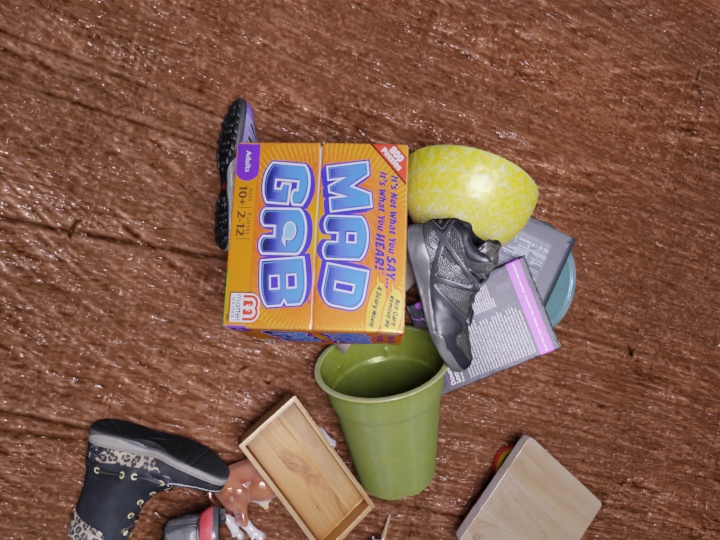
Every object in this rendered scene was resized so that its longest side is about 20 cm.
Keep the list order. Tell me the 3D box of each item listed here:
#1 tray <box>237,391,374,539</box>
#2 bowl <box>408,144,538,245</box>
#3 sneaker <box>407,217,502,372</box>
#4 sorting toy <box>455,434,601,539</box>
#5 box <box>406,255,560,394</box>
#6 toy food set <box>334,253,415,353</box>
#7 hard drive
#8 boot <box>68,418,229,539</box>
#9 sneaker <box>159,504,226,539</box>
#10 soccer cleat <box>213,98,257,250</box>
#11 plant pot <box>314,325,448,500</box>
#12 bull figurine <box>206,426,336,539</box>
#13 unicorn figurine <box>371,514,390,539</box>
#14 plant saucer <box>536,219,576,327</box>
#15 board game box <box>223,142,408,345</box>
[{"bbox_3d":[-0.075,0.283,0.763,0.098,0.037,0.203,-37,100,-15],"label":"tray"},{"bbox_3d":[0.140,-0.075,0.765,0.195,0.199,0.111,23,76,-16],"label":"bowl"},{"bbox_3d":[0.133,0.030,0.692,0.111,0.076,0.207,-12,99,21],"label":"sneaker"},{"bbox_3d":[0.275,0.408,0.923,0.199,0.069,0.201,41,83,-15],"label":"sorting toy"},{"bbox_3d":[0.185,0.084,0.834,0.194,0.036,0.147,-22,84,7],"label":"box"},{"bbox_3d":[0.000,0.000,0.803,0.199,0.060,0.144,-42,81,-4],"label":"toy food set"},{"bbox_3d":[0.233,0.015,0.861,0.136,0.033,0.205,25,93,9],"label":"hard drive"},{"bbox_3d":[-0.290,0.307,0.743,0.197,0.073,0.159,19,91,-2],"label":"boot"},{"bbox_3d":[-0.231,0.399,0.748,0.094,0.072,0.206,-1,127,-13],"label":"sneaker"},{"bbox_3d":[-0.160,-0.130,0.760,0.071,0.067,0.208,2,93,-35],"label":"soccer cleat"},{"bbox_3d":[0.043,0.214,0.791,0.193,0.200,0.197,-14,110,-14],"label":"plant pot"},{"bbox_3d":[-0.122,0.308,0.798,0.193,0.065,0.126,-17,88,-12],"label":"bull figurine"},{"bbox_3d":[0.006,0.513,0.849,0.197,0.074,0.140,-33,92,-5],"label":"unicorn figurine"},{"bbox_3d":[0.285,0.017,0.915,0.193,0.027,0.209,-1,95,-15],"label":"plant saucer"},{"bbox_3d":[-0.041,-0.020,0.675,0.192,0.200,0.208,1,79,3],"label":"board game box"}]
